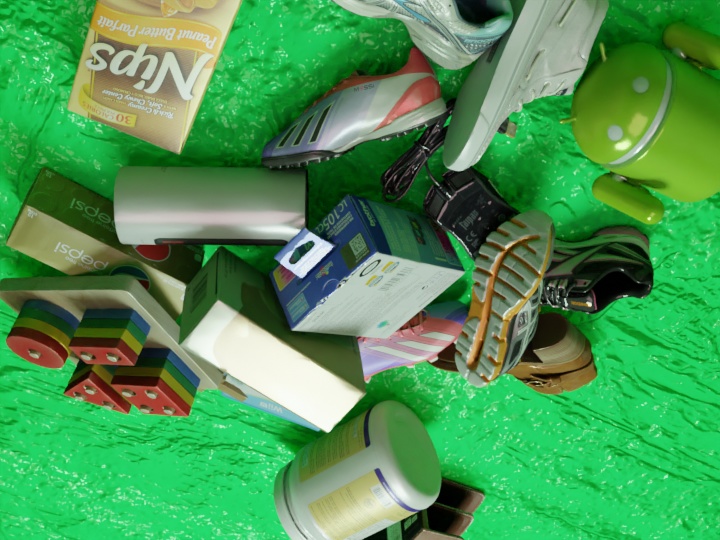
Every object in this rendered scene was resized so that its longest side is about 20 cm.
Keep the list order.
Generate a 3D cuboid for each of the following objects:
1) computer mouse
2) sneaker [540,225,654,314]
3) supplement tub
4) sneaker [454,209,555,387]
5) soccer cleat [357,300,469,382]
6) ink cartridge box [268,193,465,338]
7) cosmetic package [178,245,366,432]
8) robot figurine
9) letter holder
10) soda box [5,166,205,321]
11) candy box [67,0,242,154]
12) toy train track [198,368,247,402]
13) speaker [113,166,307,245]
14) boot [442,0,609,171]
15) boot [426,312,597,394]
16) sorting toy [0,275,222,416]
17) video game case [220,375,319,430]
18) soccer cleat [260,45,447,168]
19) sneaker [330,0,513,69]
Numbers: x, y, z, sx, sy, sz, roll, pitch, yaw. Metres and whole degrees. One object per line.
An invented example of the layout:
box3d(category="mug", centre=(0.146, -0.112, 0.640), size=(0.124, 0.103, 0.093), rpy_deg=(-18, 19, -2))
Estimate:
box3d(category="computer mouse", centre=(0.125, -0.094, 0.869), size=(0.198, 0.046, 0.141), rpy_deg=(31, 109, -26))
box3d(category="sneaker", centre=(0.234, 0.011, 0.926), size=(0.195, 0.087, 0.081), rpy_deg=(-17, 127, 13))
box3d(category="supplement tub", centre=(-0.006, 0.280, 1.104), size=(0.198, 0.147, 0.145), rpy_deg=(-32, 124, 24))
box3d(category="sneaker", centre=(0.163, 0.028, 0.888), size=(0.076, 0.078, 0.204), rpy_deg=(-6, 124, -41))
box3d(category="soccer cleat", centre=(0.036, 0.079, 0.995), size=(0.197, 0.067, 0.077), rpy_deg=(-26, 122, 22))
box3d(category="ink cartridge box", centre=(0.000, 0.000, 0.861), size=(0.136, 0.077, 0.198), rpy_deg=(-41, 152, 27))
box3d(category="cosmetic package", centre=(-0.091, 0.074, 0.876), size=(0.198, 0.106, 0.071), rpy_deg=(35, 113, -27))
box3d(category="robot figurine", centre=(0.285, -0.139, 0.782), size=(0.196, 0.116, 0.179), rpy_deg=(20, 106, -19))
box3d(category="letter holder", centre=(0.095, 0.415, 1.252), size=(0.140, 0.102, 0.201), rpy_deg=(21, 126, -21))
box3d(category="soda box", centre=(-0.271, -0.024, 0.893), size=(0.197, 0.069, 0.064), rpy_deg=(28, 125, -23))
box3d(category="candy box", centre=(-0.182, -0.216, 0.743), size=(0.113, 0.056, 0.202), rpy_deg=(20, 126, -18))
box3d(category="toy train track", centre=(-0.169, 0.107, 0.990), size=(0.113, 0.033, 0.200), rpy_deg=(31, 150, -13))
box3d(category="speaker", centre=(-0.152, -0.067, 0.853), size=(0.194, 0.082, 0.083), rpy_deg=(0, 131, -3))
box3d(category="boot", centre=(0.155, -0.174, 0.763), size=(0.094, 0.074, 0.203), rpy_deg=(17, 115, -19))
box3d(category="boot", centre=(0.191, 0.108, 1.026), size=(0.196, 0.078, 0.155), rpy_deg=(-16, 148, 24))
box3d(category="sorting toy", centre=(-0.291, 0.095, 0.932), size=(0.194, 0.071, 0.201), rpy_deg=(-1, 143, 26))
box3d(category="video game case", centre=(-0.102, 0.103, 1.008), size=(0.140, 0.018, 0.203), rpy_deg=(17, 130, 9))
box3d(category="soccer cleat", centre=(-0.015, -0.154, 0.806), size=(0.196, 0.068, 0.075), rpy_deg=(-15, 101, 21))
box3d(category="sneaker", centre=(0.047, -0.250, 0.693), size=(0.197, 0.080, 0.086), rpy_deg=(21, 162, -29))
